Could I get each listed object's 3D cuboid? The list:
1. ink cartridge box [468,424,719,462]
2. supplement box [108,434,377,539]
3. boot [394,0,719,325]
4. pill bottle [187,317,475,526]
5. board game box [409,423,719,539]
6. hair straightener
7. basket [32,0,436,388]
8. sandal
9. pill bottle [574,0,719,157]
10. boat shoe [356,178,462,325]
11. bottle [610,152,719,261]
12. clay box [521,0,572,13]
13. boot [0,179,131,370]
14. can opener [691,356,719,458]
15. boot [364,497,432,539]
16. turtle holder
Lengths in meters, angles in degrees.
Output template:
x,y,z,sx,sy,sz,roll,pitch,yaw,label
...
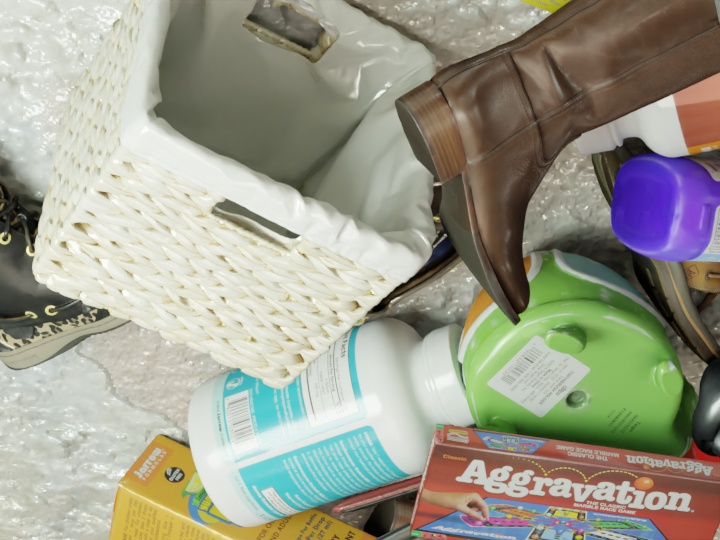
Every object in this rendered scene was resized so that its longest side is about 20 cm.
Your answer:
x,y,z,sx,sy,sz,roll,pitch,yaw,label
0.168,0.163,1.633,0.199,0.068,0.117,19,128,-13,ink cartridge box
-0.083,0.198,1.631,0.199,0.067,0.069,22,132,14,supplement box
0.135,-0.079,1.281,0.199,0.064,0.187,-31,134,-7,boot
-0.012,0.101,1.558,0.199,0.111,0.111,-19,128,19,pill bottle
0.138,0.152,1.470,0.198,0.020,0.103,8,136,-4,board game box
0.085,0.168,1.554,0.199,0.078,0.041,-19,171,2,hair straightener
-0.074,-0.065,1.357,0.197,0.201,0.161,25,130,-20,basket
0.211,-0.013,1.486,0.054,0.082,0.201,-29,120,-1,sandal
0.221,-0.131,1.343,0.198,0.113,0.113,-12,130,13,pill bottle
0.000,0.000,1.502,0.199,0.060,0.072,-31,124,26,boat shoe
0.257,-0.036,1.420,0.199,0.083,0.066,2,100,-32,bottle
0.037,-0.225,1.266,0.199,0.115,0.048,20,129,-16,clay box
-0.214,-0.025,1.486,0.199,0.074,0.151,-27,125,30,boot
0.302,0.058,1.497,0.200,0.079,0.064,-39,150,-14,can opener
0.078,0.259,1.723,0.199,0.065,0.187,17,134,-19,boot
0.155,0.057,1.497,0.184,0.132,0.142,4,126,-10,turtle holder
